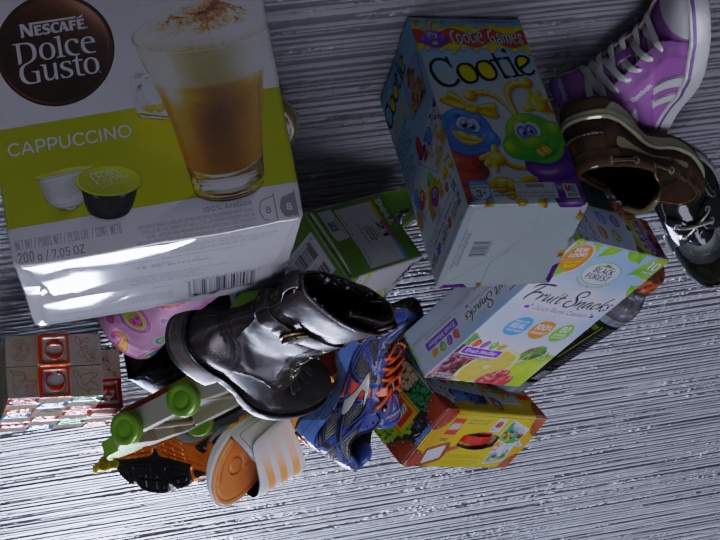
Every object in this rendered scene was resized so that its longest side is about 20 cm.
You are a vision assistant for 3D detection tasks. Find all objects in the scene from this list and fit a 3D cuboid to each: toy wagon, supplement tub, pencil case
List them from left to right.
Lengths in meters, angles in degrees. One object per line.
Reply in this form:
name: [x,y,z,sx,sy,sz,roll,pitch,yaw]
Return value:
toy wagon: [-0.184,0.142,1.497,0.199,0.040,0.155,-27,168,20]
pencil case: [-0.152,0.000,1.398,0.199,0.088,0.087,-36,141,26]
supplement tub: [0.197,0.025,1.534,0.199,0.124,0.122,-36,141,29]

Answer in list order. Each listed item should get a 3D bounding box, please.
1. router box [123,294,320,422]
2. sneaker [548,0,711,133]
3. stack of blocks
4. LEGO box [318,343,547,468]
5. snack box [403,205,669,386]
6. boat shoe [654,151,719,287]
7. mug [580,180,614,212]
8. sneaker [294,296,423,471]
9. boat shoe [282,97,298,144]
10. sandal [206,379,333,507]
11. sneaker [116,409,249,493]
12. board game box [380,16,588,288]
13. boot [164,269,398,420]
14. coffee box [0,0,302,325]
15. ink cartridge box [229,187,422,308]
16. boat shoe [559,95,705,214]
router box: [-0.117,0.075,1.547,0.199,0.051,0.149,-27,146,17]
sneaker: [0.225,-0.170,1.315,0.113,0.073,0.201,-2,144,-13]
stack of blocks: [-0.285,0.107,1.460,0.114,0.059,0.200,-2,167,-16]
LEGO box: [0.075,0.120,1.551,0.077,0.149,0.199,-52,149,18]
snack box: [0.154,0.024,1.355,0.141,0.053,0.200,8,137,-47]
boat shoe: [0.336,-0.050,1.535,0.075,0.061,0.200,-26,145,16]
mug: [0.157,-0.058,1.397,0.151,0.115,0.185,2,142,-38]
sneaker: [0.014,0.106,1.430,0.075,0.078,0.201,-24,149,-49]
boat shoe: [-0.131,-0.088,1.315,0.073,0.063,0.201,37,118,-19]
sandal: [-0.072,0.168,1.578,0.206,0.059,0.080,-39,129,-28]
sneaker: [-0.174,0.190,1.677,0.198,0.092,0.077,-3,105,16]
board game box: [0.096,-0.098,1.247,0.102,0.202,0.105,-3,144,-18]
boot: [-0.040,0.059,1.229,0.173,0.070,0.199,-18,152,35]
coffee box: [-0.161,-0.090,1.119,0.197,0.200,0.200,-9,168,-9]
ink cartridge box: [0.000,0.000,1.399,0.199,0.076,0.148,-17,156,-46]
boat shoe: [0.239,-0.081,1.342,0.074,0.076,0.201,-23,151,37]
